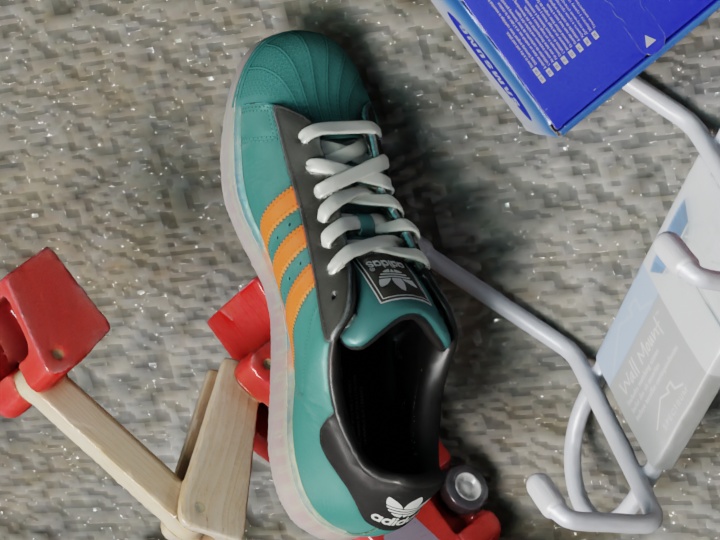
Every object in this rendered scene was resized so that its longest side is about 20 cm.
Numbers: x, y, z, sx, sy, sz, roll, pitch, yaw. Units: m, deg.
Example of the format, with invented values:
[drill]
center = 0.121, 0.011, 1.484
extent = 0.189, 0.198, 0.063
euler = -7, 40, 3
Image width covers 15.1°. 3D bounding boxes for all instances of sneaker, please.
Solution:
[sneaker]
center = 0.000, 0.000, 1.033
extent = 0.080, 0.071, 0.201
euler = -21, 76, 57

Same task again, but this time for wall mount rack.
[wall mount rack]
center = 0.086, -0.005, 1.011
extent = 0.200, 0.074, 0.174
euler = -65, 32, 31

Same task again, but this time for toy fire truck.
[toy fire truck]
center = -0.049, 0.065, 1.073
extent = 0.200, 0.141, 0.049
euler = 54, 140, 3

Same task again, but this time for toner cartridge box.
[toner cartridge box]
center = 0.041, -0.153, 0.936
extent = 0.095, 0.043, 0.200
euler = -38, 102, -6
